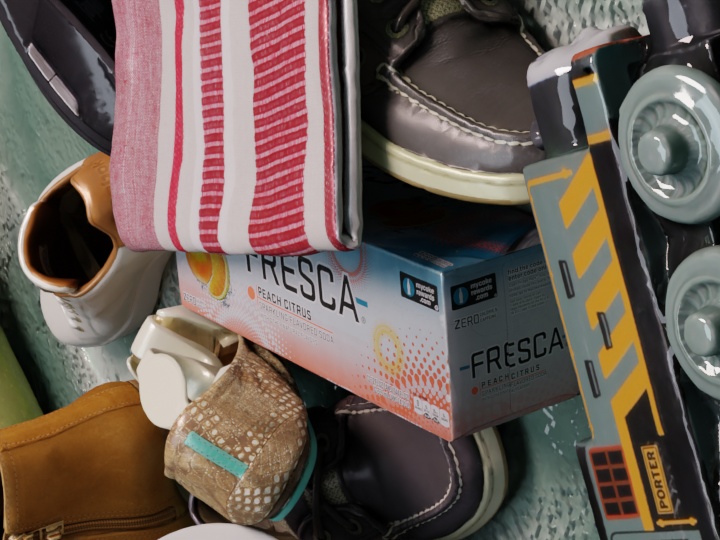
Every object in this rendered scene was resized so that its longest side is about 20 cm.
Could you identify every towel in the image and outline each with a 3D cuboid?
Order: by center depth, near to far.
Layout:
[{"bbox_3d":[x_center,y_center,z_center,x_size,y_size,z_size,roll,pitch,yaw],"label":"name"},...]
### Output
[{"bbox_3d":[-0.053,-0.078,0.810,0.200,0.023,0.146,2,95,63],"label":"towel"}]

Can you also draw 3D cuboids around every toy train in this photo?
[{"bbox_3d":[0.107,0.014,0.651,0.114,0.085,0.202,-14,93,53],"label":"toy train"}]

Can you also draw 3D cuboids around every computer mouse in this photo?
[{"bbox_3d":[-0.133,-0.118,0.966,0.046,0.141,0.200,-42,100,19],"label":"computer mouse"}]

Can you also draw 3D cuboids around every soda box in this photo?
[{"bbox_3d":[0.000,0.000,0.843,0.199,0.063,0.069,23,124,51],"label":"soda box"}]

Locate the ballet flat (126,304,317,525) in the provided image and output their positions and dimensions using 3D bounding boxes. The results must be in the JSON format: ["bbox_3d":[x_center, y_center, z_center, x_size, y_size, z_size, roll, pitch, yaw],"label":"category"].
[{"bbox_3d":[-0.064,0.044,0.903,0.071,0.065,0.200,-60,16,5],"label":"ballet flat"}]

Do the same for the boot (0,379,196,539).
[{"bbox_3d":[-0.132,0.139,1.047,0.071,0.143,0.203,42,138,41],"label":"boot"}]

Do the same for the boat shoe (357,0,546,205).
[{"bbox_3d":[0.015,-0.089,0.768,0.201,0.071,0.066,42,143,47],"label":"boat shoe"}]

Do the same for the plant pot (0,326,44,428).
[{"bbox_3d":[-0.276,0.056,1.217,0.185,0.200,0.200,55,147,5],"label":"plant pot"}]

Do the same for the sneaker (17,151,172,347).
[{"bbox_3d":[-0.139,-0.011,1.042,0.073,0.084,0.200,62,149,13],"label":"sneaker"}]

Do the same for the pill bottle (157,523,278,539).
[{"bbox_3d":[-0.055,0.182,0.915,0.117,0.116,0.200,59,169,21],"label":"pill bottle"}]

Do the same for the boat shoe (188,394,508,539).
[{"bbox_3d":[-0.010,0.090,0.903,0.200,0.064,0.073,-17,91,59],"label":"boat shoe"}]
